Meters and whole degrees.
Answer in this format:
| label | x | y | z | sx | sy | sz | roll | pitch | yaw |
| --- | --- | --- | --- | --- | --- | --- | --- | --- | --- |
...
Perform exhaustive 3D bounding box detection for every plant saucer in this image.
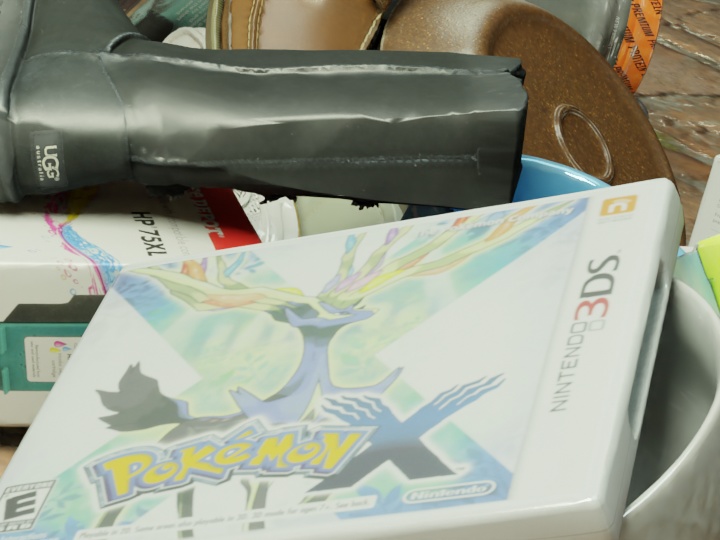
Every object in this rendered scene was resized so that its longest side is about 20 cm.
| label | x | y | z | sx | sy | sz | roll | pitch | yaw |
| --- | --- | --- | --- | --- | --- | --- | --- | --- | --- |
| plant saucer | 0.089 | -0.049 | 1.131 | 0.200 | 0.037 | 0.201 | 35 | 38 | -34 |

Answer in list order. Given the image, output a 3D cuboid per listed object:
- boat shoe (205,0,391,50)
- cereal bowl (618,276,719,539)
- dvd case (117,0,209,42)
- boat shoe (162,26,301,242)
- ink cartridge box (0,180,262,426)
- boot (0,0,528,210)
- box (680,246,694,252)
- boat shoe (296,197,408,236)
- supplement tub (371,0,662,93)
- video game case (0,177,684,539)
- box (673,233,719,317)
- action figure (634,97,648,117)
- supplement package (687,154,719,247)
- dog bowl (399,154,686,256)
| label | x | y | z | sx | sy | sz | roll | pitch | yaw |
| --- | --- | --- | --- | --- | --- | --- | --- | --- | --- |
| boat shoe | -0.013 | -0.142 | 1.104 | 0.072 | 0.068 | 0.201 | 27 | 52 | -17 |
| cereal bowl | 0.028 | 0.080 | 0.783 | 0.199 | 0.084 | 0.200 | -14 | 26 | 7 |
| dvd case | -0.102 | -0.128 | 1.167 | 0.200 | 0.146 | 0.022 | 21 | 37 | -53 |
| boat shoe | -0.076 | -0.055 | 1.102 | 0.069 | 0.071 | 0.200 | 22 | 26 | -26 |
| ink cartridge box | -0.102 | 0.006 | 0.939 | 0.199 | 0.068 | 0.116 | 1 | 22 | -16 |
| boot | -0.037 | -0.073 | 0.952 | 0.199 | 0.066 | 0.165 | -2 | 32 | 3 |
| box | 0.199 | 0.017 | 1.033 | 0.199 | 0.042 | 0.039 | 1 | -30 | 18 |
| boat shoe | 0.002 | -0.002 | 1.068 | 0.060 | 0.072 | 0.202 | 38 | 17 | -28 |
| supplement tub | 0.050 | -0.148 | 1.324 | 0.199 | 0.123 | 0.123 | 9 | 20 | -17 |
| video game case | -0.008 | 0.037 | 0.772 | 0.199 | 0.022 | 0.182 | -9 | 28 | 19 |
| box | 0.183 | 0.031 | 0.887 | 0.048 | 0.122 | 0.200 | -19 | -1 | 34 |
| action figure | 0.046 | -0.070 | 1.230 | 0.200 | 0.119 | 0.102 | 16 | 15 | -38 |
| supplement package | 0.251 | 0.008 | 1.163 | 0.155 | 0.111 | 0.200 | 23 | 20 | 23 |
| dog bowl | 0.082 | 0.019 | 0.928 | 0.111 | 0.050 | 0.200 | 0 | 31 | -29 |
